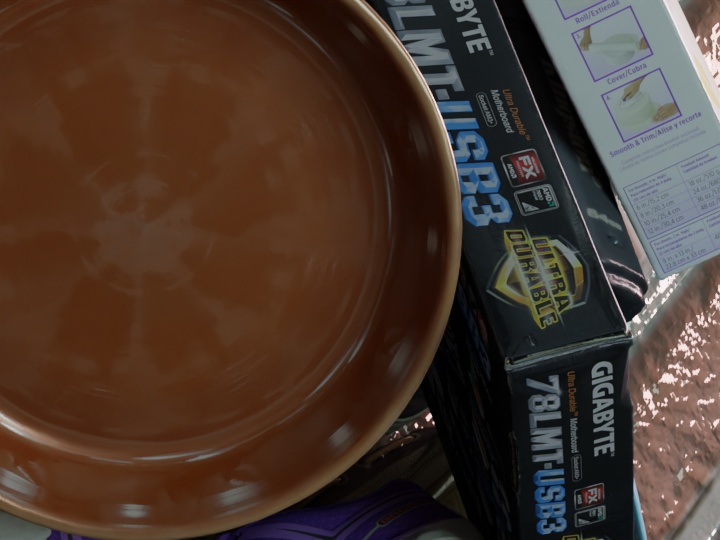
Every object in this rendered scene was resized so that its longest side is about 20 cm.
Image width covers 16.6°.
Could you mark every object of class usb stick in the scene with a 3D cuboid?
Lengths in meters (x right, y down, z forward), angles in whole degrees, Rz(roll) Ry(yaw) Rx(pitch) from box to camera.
[{"bbox_3d":[0.081,-0.065,1.099,0.055,0.033,0.200,32,34,-48],"label":"usb stick"}]

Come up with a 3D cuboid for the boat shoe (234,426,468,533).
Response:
[{"bbox_3d":[-0.019,0.119,1.001,0.200,0.072,0.072,-34,125,-31],"label":"boat shoe"}]

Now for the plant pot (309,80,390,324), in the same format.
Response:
[{"bbox_3d":[-0.081,-0.075,0.889,0.188,0.187,0.200,61,10,-16],"label":"plant pot"}]

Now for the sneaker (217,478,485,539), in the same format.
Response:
[{"bbox_3d":[-0.048,0.139,0.896,0.199,0.083,0.081,-22,122,-13],"label":"sneaker"}]

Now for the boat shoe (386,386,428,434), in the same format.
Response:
[{"bbox_3d":[0.063,0.004,1.101,0.200,0.065,0.072,-40,107,-41],"label":"boat shoe"}]

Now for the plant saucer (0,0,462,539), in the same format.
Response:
[{"bbox_3d":[-0.068,-0.014,0.778,0.199,0.032,0.201,-1,104,-3],"label":"plant saucer"}]

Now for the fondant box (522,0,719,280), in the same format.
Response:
[{"bbox_3d":[0.112,-0.115,1.104,0.200,0.058,0.144,60,12,-22],"label":"fondant box"}]

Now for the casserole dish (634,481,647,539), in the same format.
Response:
[{"bbox_3d":[0.095,0.089,1.069,0.200,0.039,0.122,-80,159,-82],"label":"casserole dish"}]

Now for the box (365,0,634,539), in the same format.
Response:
[{"bbox_3d":[0.048,0.014,0.891,0.050,0.199,0.200,-14,51,-7],"label":"box"}]

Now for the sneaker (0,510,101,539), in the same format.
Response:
[{"bbox_3d":[-0.077,0.074,0.908,0.200,0.083,0.081,-32,109,-67],"label":"sneaker"}]
